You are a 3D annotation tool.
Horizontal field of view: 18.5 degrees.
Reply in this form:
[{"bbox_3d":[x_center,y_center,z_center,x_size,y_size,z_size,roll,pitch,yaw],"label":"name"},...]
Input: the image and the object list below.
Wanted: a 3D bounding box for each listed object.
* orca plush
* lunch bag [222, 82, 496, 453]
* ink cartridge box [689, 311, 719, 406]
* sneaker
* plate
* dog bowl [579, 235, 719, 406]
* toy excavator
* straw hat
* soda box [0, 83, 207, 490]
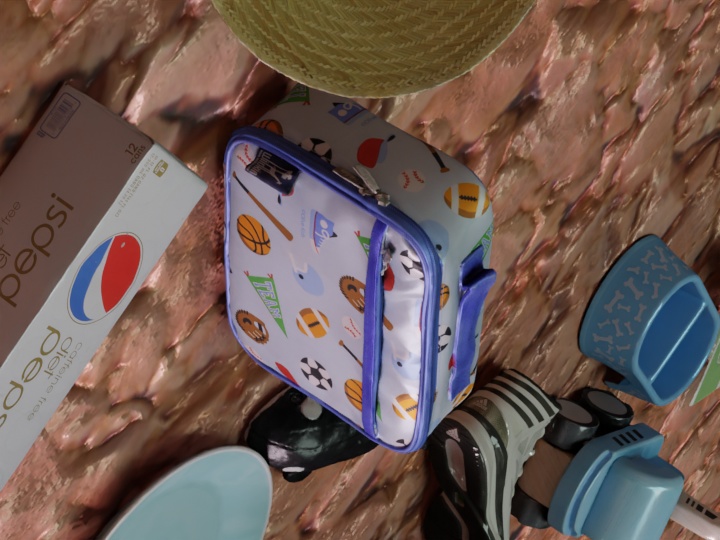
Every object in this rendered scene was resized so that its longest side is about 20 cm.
[{"bbox_3d":[0.007,0.109,1.446,0.106,0.071,0.200,-59,154,5],"label":"orca plush"},{"bbox_3d":[0.000,0.000,1.213,0.075,0.160,0.201,-40,150,-31],"label":"lunch bag"},{"bbox_3d":[0.346,0.026,1.962,0.199,0.048,0.146,-20,136,-50],"label":"ink cartridge box"},{"bbox_3d":[0.111,0.155,1.671,0.115,0.075,0.201,-38,146,-30],"label":"sneaker"},{"bbox_3d":[-0.129,0.188,1.355,0.200,0.026,0.201,-41,151,-29],"label":"plate"},{"bbox_3d":[0.241,0.047,1.805,0.112,0.049,0.200,-54,154,-6],"label":"dog bowl"},{"bbox_3d":[0.242,0.188,1.791,0.194,0.200,0.100,-8,127,-56],"label":"toy excavator"},{"bbox_3d":[0.004,-0.185,1.090,0.202,0.200,0.085,-56,-163,0],"label":"straw hat"},{"bbox_3d":[-0.162,0.016,1.062,0.201,0.064,0.068,-55,154,-2],"label":"soda box"}]
